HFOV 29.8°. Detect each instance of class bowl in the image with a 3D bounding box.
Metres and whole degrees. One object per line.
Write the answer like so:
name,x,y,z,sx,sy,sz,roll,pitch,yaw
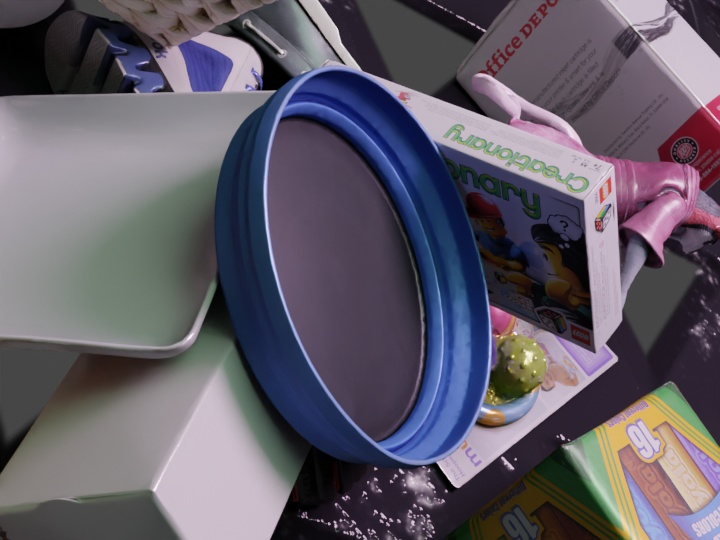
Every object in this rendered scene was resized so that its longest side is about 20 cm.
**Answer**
bowl,0.000,0.000,0.678,0.200,0.039,0.204,31,51,-48

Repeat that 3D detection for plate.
plate,-0.143,-0.023,0.688,0.196,0.033,0.201,2,41,17

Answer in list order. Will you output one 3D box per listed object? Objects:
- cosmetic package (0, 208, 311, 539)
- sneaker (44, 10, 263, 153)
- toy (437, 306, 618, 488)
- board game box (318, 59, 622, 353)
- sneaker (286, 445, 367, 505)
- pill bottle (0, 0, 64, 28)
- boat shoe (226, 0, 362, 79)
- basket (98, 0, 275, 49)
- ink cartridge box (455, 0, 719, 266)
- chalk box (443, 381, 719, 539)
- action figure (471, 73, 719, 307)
cosmetic package,-0.084,0.067,0.657,0.085,0.106,0.201,62,34,-30
sneaker,-0.090,-0.087,0.816,0.115,0.081,0.200,-25,72,-45
toy,0.093,0.043,0.878,0.116,0.047,0.199,51,41,11
board game box,0.059,-0.039,0.794,0.198,0.127,0.035,25,57,32
sneaker,-0.015,0.060,0.778,0.086,0.075,0.200,25,43,30
pill bottle,-0.219,-0.248,0.824,0.111,0.112,0.202,13,49,-29
boat shoe,-0.020,-0.110,0.922,0.061,0.073,0.201,-32,84,-4
basket,-0.124,-0.234,0.732,0.199,0.122,0.137,33,50,-39
ink cartridge box,0.190,-0.131,1.024,0.201,0.145,0.083,50,43,8
chalk box,0.167,0.190,0.757,0.123,0.125,0.201,-17,67,-45
action figure,0.161,-0.055,0.902,0.196,0.151,0.134,4,17,0
